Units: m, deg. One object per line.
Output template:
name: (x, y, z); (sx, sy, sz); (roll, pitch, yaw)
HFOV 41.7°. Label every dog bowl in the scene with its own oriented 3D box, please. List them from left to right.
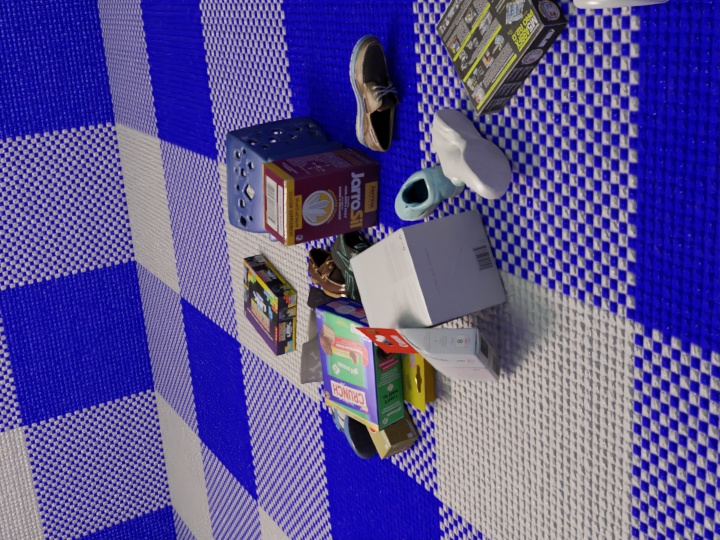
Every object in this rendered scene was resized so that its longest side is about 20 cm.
dog bowl: (-0.085, 0.135, 1.952); (0.200, 0.057, 0.205); (6, -90, -90)

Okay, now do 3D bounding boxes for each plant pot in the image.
plant pot: (-0.140, -0.174, 1.870); (0.179, 0.197, 0.204); (32, 129, 46)

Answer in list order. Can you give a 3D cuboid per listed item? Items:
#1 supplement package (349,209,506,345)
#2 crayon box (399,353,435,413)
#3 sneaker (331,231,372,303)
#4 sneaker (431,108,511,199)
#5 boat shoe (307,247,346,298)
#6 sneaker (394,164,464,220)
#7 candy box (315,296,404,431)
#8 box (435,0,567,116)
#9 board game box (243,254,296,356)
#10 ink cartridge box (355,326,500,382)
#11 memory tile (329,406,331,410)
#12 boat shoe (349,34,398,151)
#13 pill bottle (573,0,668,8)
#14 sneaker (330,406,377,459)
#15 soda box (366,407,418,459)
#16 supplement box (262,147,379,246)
supplement package: (0.104, 0.014, 1.521); (0.199, 0.148, 0.155); (-29, 78, 62)
crayon box: (0.081, 0.166, 1.745); (0.199, 0.050, 0.130); (29, 127, 56)
sneaker: (0.000, 0.000, 1.802); (0.202, 0.074, 0.080); (59, 146, 30)
sneaker: (0.161, -0.155, 1.421); (0.201, 0.074, 0.090); (-116, 31, -45)
boat shoe: (-0.057, 0.003, 1.916); (0.199, 0.069, 0.072); (24, 127, 58)
sneaker: (0.090, -0.128, 1.559); (0.200, 0.081, 0.075); (-35, 71, 62)
candy box: (-0.001, 0.170, 1.746); (0.168, 0.076, 0.204); (17, 120, 49)
box: (0.189, -0.340, 1.313); (0.163, 0.044, 0.200); (66, 152, 19)
board game box: (-0.222, 0.082, 2.290); (0.200, 0.056, 0.168); (43, 137, 48)
ink cartridge box: (0.107, 0.131, 1.474); (0.163, 0.196, 0.058); (44, -134, -62)
memory tile: (-0.014, 0.289, 2.024); (0.200, 0.017, 0.156); (43, 138, 49)
boat shoe: (0.032, -0.300, 1.618); (0.072, 0.071, 0.203); (37, 143, 45)
pill bottle: (0.285, -0.394, 1.028); (0.112, 0.110, 0.204); (23, 122, 57)
sneaker: (-0.014, 0.303, 1.938); (0.083, 0.073, 0.202); (109, 147, -46)
soda box: (0.036, 0.259, 1.856); (0.202, 0.067, 0.064); (63, 151, 25)
supplement box: (-0.074, -0.137, 1.743); (0.103, 0.197, 0.133); (37, 134, 50)
